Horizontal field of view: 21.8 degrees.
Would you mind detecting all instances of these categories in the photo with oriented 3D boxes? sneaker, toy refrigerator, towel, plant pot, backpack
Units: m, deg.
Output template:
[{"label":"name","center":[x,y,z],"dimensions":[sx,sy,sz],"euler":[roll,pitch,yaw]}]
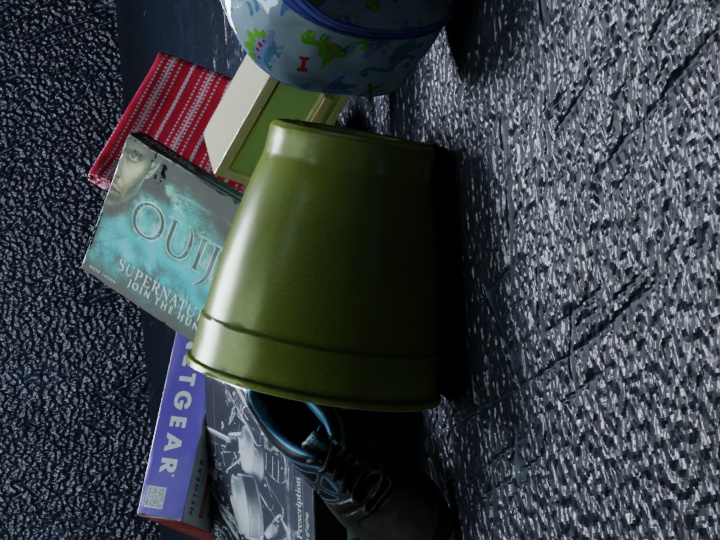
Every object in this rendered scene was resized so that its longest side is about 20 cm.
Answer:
[{"label":"sneaker","center":[-0.015,0.152,1.442],"dimensions":[0.073,0.199,0.082],"euler":[-52,-11,2]},{"label":"toy refrigerator","center":[-0.050,-0.161,1.540],"dimensions":[0.201,0.075,0.070],"euler":[-57,31,27]},{"label":"towel","center":[-0.136,-0.108,1.671],"dimensions":[0.145,0.199,0.023],"euler":[-61,-26,-13]},{"label":"plant pot","center":[-0.020,-0.011,1.422],"dimensions":[0.200,0.198,0.195],"euler":[-149,68,-74]},{"label":"backpack","center":[-0.021,-0.236,1.332],"dimensions":[0.147,0.182,0.202],"euler":[-45,57,46]}]

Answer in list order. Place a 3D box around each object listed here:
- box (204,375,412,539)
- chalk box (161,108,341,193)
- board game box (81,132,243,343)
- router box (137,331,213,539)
[{"label":"box","center":[-0.045,0.192,1.610],"dimensions":[0.182,0.103,0.202],"euler":[15,110,56]},{"label":"chalk box","center":[-0.099,-0.075,1.728],"dimensions":[0.125,0.199,0.124],"euler":[62,-176,28]},{"label":"board game box","center":[-0.144,-0.015,1.619],"dimensions":[0.199,0.028,0.136],"euler":[31,110,24]},{"label":"router box","center":[-0.124,0.148,1.732],"dimensions":[0.179,0.048,0.202],"euler":[39,-121,-61]}]
